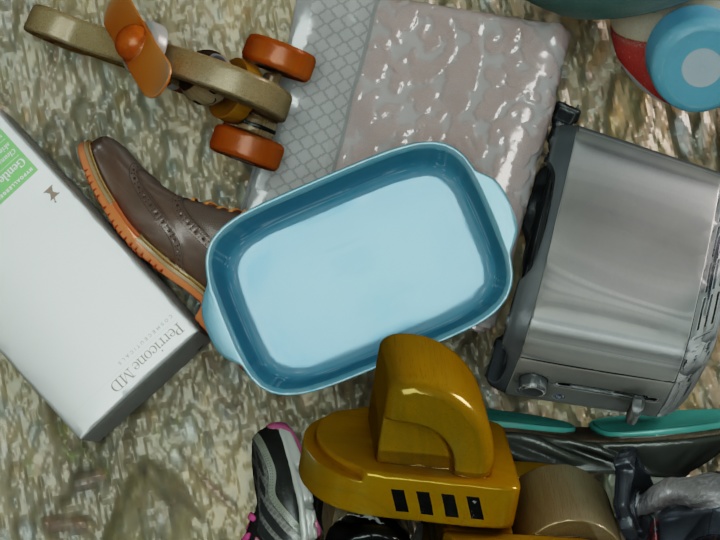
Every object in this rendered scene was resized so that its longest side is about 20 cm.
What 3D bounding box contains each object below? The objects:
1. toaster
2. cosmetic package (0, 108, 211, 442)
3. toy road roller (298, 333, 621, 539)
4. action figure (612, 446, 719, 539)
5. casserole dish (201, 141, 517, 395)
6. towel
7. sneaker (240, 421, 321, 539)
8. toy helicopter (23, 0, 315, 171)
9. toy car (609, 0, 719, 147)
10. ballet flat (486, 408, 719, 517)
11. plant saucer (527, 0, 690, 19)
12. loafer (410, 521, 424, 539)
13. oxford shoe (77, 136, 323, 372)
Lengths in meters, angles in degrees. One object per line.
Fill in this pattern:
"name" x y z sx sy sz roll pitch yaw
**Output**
"toaster" 0.162 -0.002 1.730 0.129 0.114 0.200 15 63 -1
"cosmetic package" -0.201 0.003 1.761 0.108 0.085 0.200 -44 83 -1
"toy road roller" 0.063 0.122 1.645 0.200 0.123 0.146 6 111 -7
"action figure" 0.224 0.203 1.670 0.105 0.194 0.200 -15 126 14
"casserole dish" 0.000 0.000 1.691 0.200 0.039 0.121 -23 84 1
"towel" 0.023 -0.076 1.758 0.191 0.032 0.200 13 85 24
"sneaker" -0.068 0.197 1.743 0.087 0.074 0.200 -2 88 -2
"toy helicopter" -0.136 -0.134 1.750 0.200 0.132 0.079 20 90 28
"toy car" 0.258 -0.108 1.742 0.177 0.184 0.200 -14 114 3
"ballet flat" 0.142 0.121 1.750 0.200 0.068 0.068 1 99 -3
"plant saucer" 0.180 -0.202 1.703 0.200 0.200 0.036 -19 114 0
"loafer" 0.031 0.248 1.735 0.070 0.075 0.200 26 86 8
"oxford shoe" -0.099 -0.020 1.752 0.073 0.071 0.200 -44 82 6
